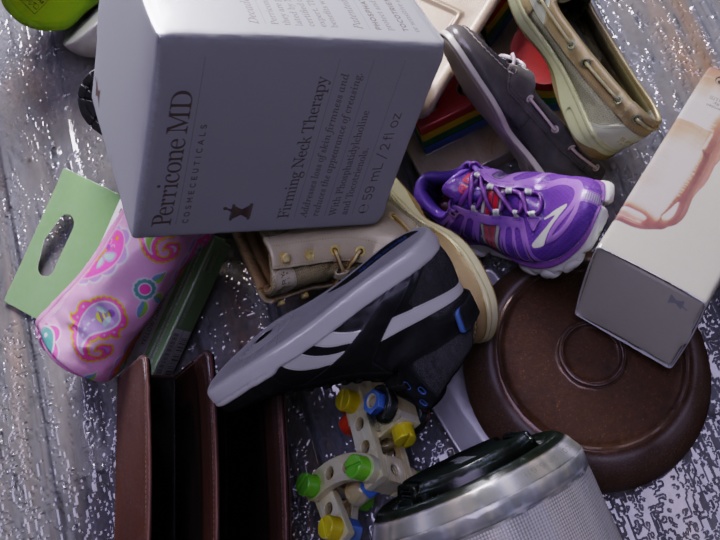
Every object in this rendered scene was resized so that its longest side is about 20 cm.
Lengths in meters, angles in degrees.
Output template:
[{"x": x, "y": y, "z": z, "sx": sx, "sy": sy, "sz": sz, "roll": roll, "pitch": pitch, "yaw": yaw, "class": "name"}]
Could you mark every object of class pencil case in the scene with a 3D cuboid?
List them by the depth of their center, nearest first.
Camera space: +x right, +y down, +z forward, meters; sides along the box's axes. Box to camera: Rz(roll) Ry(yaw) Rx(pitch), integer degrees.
[{"x": -0.184, "y": -0.008, "z": 0.763, "sx": 0.087, "sy": 0.087, "sz": 0.201, "roll": 37, "pitch": 94, "yaw": 21, "class": "pencil case"}]

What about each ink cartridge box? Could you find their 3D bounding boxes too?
[{"x": -0.233, "y": 0.001, "z": 0.845, "sx": 0.198, "sy": 0.048, "sz": 0.147, "roll": 24, "pitch": 88, "yaw": 16, "class": "ink cartridge box"}]

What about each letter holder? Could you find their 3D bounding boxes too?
[{"x": -0.122, "y": 0.164, "z": 0.709, "sx": 0.099, "sy": 0.142, "sz": 0.203, "roll": 6, "pitch": 68, "yaw": -27, "class": "letter holder"}]

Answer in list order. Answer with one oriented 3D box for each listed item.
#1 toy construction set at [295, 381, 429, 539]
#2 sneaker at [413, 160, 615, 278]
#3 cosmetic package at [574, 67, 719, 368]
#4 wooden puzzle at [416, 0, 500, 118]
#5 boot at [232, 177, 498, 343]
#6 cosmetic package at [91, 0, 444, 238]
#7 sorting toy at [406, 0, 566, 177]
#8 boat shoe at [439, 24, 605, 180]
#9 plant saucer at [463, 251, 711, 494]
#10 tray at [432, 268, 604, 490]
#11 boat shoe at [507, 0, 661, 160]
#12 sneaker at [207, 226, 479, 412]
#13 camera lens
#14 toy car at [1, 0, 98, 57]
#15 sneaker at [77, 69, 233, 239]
[{"x": -0.013, "y": 0.118, "z": 0.749, "sx": 0.131, "sy": 0.091, "sz": 0.202, "roll": -45, "pitch": 56, "yaw": 29, "class": "toy construction set"}, {"x": 0.110, "y": -0.047, "z": 0.730, "sx": 0.199, "sy": 0.083, "sz": 0.082, "roll": 5, "pitch": 70, "yaw": 56, "class": "sneaker"}, {"x": 0.252, "y": -0.043, "z": 0.710, "sx": 0.086, "sy": 0.104, "sz": 0.201, "roll": 29, "pitch": 62, "yaw": 17, "class": "cosmetic package"}, {"x": 0.034, "y": -0.249, "z": 0.812, "sx": 0.184, "sy": 0.046, "sz": 0.202, "roll": 29, "pitch": 84, "yaw": 20, "class": "wooden puzzle"}, {"x": 0.000, "y": 0.000, "z": 0.732, "sx": 0.154, "sy": 0.073, "sz": 0.201, "roll": -17, "pitch": 52, "yaw": -31, "class": "boot"}, {"x": -0.078, "y": -0.143, "z": 0.675, "sx": 0.197, "sy": 0.169, "sz": 0.168, "roll": -5, "pitch": 48, "yaw": -26, "class": "cosmetic package"}, {"x": 0.108, "y": -0.204, "z": 0.840, "sx": 0.196, "sy": 0.070, "sz": 0.202, "roll": -25, "pitch": 68, "yaw": 3, "class": "sorting toy"}, {"x": 0.134, "y": -0.131, "z": 0.758, "sx": 0.057, "sy": 0.200, "sz": 0.067, "roll": -40, "pitch": 30, "yaw": 2, "class": "boat shoe"}, {"x": 0.180, "y": 0.070, "z": 0.732, "sx": 0.196, "sy": 0.035, "sz": 0.204, "roll": -1, "pitch": 65, "yaw": 1, "class": "plant saucer"}, {"x": 0.117, "y": 0.106, "z": 0.757, "sx": 0.107, "sy": 0.022, "sz": 0.201, "roll": -33, "pitch": 68, "yaw": 1, "class": "tray"}, {"x": 0.173, "y": -0.191, "z": 0.736, "sx": 0.063, "sy": 0.072, "sz": 0.204, "roll": -28, "pitch": 78, "yaw": 46, "class": "boat shoe"}, {"x": -0.003, "y": 0.070, "z": 0.664, "sx": 0.199, "sy": 0.073, "sz": 0.113, "roll": -34, "pitch": 102, "yaw": 7, "class": "sneaker"}, {"x": 0.108, "y": 0.222, "z": 0.630, "sx": 0.158, "sy": 0.160, "sz": 0.203, "roll": -24, "pitch": 83, "yaw": 3, "class": "camera lens"}, {"x": -0.286, "y": -0.330, "z": 0.937, "sx": 0.201, "sy": 0.175, "sz": 0.150, "roll": -50, "pitch": 34, "yaw": -7, "class": "toy car"}, {"x": -0.161, "y": -0.120, "z": 0.868, "sx": 0.200, "sy": 0.088, "sz": 0.076, "roll": 45, "pitch": 115, "yaw": -2, "class": "sneaker"}]
